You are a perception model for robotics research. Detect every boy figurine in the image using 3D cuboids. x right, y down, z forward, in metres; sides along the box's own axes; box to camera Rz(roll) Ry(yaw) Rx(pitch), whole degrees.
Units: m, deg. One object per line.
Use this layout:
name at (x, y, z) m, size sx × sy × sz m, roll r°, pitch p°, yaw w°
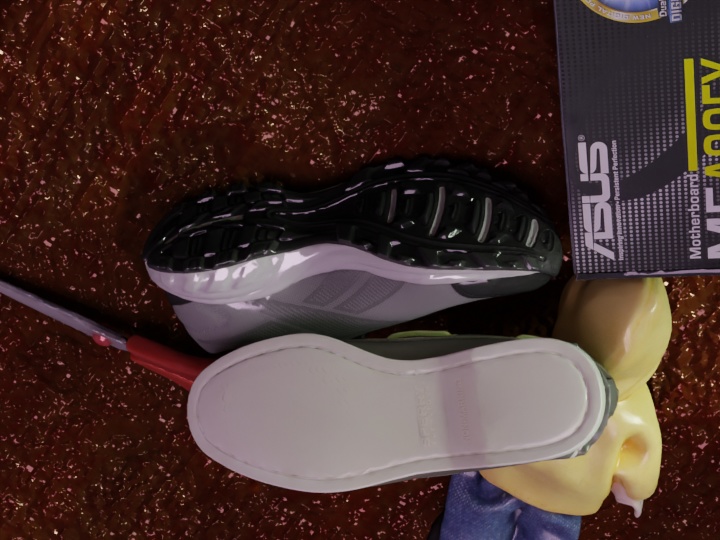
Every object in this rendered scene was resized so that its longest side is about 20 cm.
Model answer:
boy figurine at (0.091, 0.076, 0.977) m, size 0.123 × 0.065 × 0.201 m, roll 19°, pitch 121°, yaw -3°

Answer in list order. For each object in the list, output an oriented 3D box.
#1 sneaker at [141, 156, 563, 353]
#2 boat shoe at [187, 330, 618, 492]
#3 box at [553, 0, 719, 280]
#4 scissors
sneaker at (0.000, 0.000, 0.947) m, size 0.199 × 0.074 × 0.080 m, roll -4°, pitch 130°, yaw 18°
boat shoe at (0.019, 0.064, 0.921) m, size 0.200 × 0.060 × 0.073 m, roll -4°, pitch 86°, yaw 20°
box at (0.166, -0.093, 0.873) m, size 0.159 × 0.044 × 0.201 m, roll -2°, pitch 121°, yaw 9°
scissors at (-0.118, 0.040, 1.011) m, size 0.199 × 0.014 × 0.073 m, roll 19°, pitch 164°, yaw 15°
